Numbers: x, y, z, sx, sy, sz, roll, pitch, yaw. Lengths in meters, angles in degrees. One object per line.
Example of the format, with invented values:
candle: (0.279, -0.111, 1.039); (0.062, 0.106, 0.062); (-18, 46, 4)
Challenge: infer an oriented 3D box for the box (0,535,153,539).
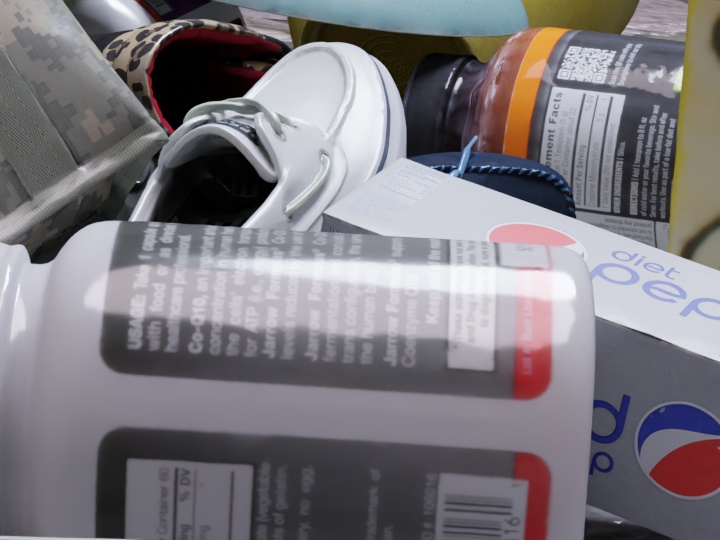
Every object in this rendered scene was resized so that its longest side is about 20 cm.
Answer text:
box: (-0.086, 0.108, 0.700); (0.200, 0.060, 0.117); (1, 14, -7)

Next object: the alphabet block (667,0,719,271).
alphabet block: (0.237, -0.037, 1.105); (0.200, 0.196, 0.196); (10, 13, 21)

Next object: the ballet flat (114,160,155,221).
ballet flat: (-0.093, 0.015, 1.055); (0.066, 0.057, 0.200); (9, 32, -11)

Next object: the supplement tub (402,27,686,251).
supplement tub: (0.120, -0.053, 1.318); (0.200, 0.107, 0.107); (8, 14, 20)

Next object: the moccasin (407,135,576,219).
moccasin: (0.000, 0.000, 1.156); (0.200, 0.081, 0.068); (-16, 5, -20)

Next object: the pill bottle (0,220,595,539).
pill bottle: (-0.035, 0.043, 0.865); (0.200, 0.114, 0.114); (4, 14, 0)

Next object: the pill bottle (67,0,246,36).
pill bottle: (-0.119, -0.097, 1.432); (0.112, 0.113, 0.200); (6, 13, 10)

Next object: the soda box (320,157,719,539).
soda box: (0.082, 0.033, 0.947); (0.200, 0.068, 0.063); (20, 28, 19)

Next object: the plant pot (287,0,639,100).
plant pot: (0.039, -0.145, 1.570); (0.200, 0.200, 0.142); (8, 40, 18)

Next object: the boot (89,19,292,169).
boot: (-0.080, -0.055, 1.217); (0.150, 0.073, 0.200); (-3, -18, 41)

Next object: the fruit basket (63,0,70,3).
fruit basket: (-0.167, -0.138, 1.260); (0.185, 0.094, 0.200); (-17, 30, -17)

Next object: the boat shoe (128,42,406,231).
boat shoe: (-0.035, -0.026, 0.998); (0.073, 0.067, 0.200); (-6, 39, 23)

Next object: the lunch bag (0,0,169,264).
lunch bag: (-0.195, -0.043, 0.956); (0.200, 0.164, 0.118); (-35, -4, -21)

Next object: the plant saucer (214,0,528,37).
plant saucer: (-0.017, -0.144, 1.393); (0.200, 0.027, 0.200); (8, 13, -2)
